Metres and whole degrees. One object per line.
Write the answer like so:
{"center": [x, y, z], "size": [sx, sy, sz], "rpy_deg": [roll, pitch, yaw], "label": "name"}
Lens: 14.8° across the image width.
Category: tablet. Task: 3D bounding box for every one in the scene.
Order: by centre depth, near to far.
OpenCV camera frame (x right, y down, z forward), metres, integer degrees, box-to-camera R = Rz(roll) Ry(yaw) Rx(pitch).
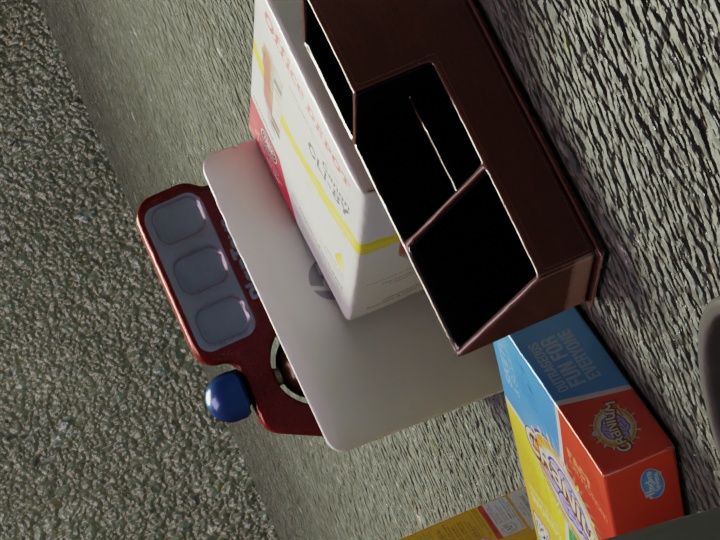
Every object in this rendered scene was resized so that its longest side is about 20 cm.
{"center": [0.000, 0.000, 1.661], "size": [0.201, 0.130, 0.014], "rpy_deg": [65, 159, 16], "label": "tablet"}

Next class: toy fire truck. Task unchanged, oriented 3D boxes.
{"center": [-0.039, 0.020, 1.815], "size": [0.112, 0.167, 0.201], "rpy_deg": [152, 95, -81], "label": "toy fire truck"}

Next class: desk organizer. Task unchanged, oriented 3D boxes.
{"center": [0.044, -0.065, 1.401], "size": [0.072, 0.077, 0.201], "rpy_deg": [90, 156, -68], "label": "desk organizer"}

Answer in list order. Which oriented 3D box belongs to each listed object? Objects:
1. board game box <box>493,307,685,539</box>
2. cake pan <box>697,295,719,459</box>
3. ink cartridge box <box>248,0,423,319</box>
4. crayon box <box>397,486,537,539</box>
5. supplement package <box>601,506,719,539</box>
{"center": [0.128, 0.120, 1.479], "size": [0.153, 0.040, 0.201], "rpy_deg": [-122, 13, -47], "label": "board game box"}
{"center": [0.190, 0.096, 1.058], "size": [0.200, 0.037, 0.201], "rpy_deg": [157, 90, -81], "label": "cake pan"}
{"center": [0.002, -0.080, 1.570], "size": [0.200, 0.083, 0.146], "rpy_deg": [99, 146, -69], "label": "ink cartridge box"}
{"center": [0.102, 0.214, 1.611], "size": [0.200, 0.118, 0.059], "rpy_deg": [-124, 16, -54], "label": "crayon box"}
{"center": [0.134, 0.249, 1.249], "size": [0.192, 0.146, 0.200], "rpy_deg": [62, 151, 31], "label": "supplement package"}
